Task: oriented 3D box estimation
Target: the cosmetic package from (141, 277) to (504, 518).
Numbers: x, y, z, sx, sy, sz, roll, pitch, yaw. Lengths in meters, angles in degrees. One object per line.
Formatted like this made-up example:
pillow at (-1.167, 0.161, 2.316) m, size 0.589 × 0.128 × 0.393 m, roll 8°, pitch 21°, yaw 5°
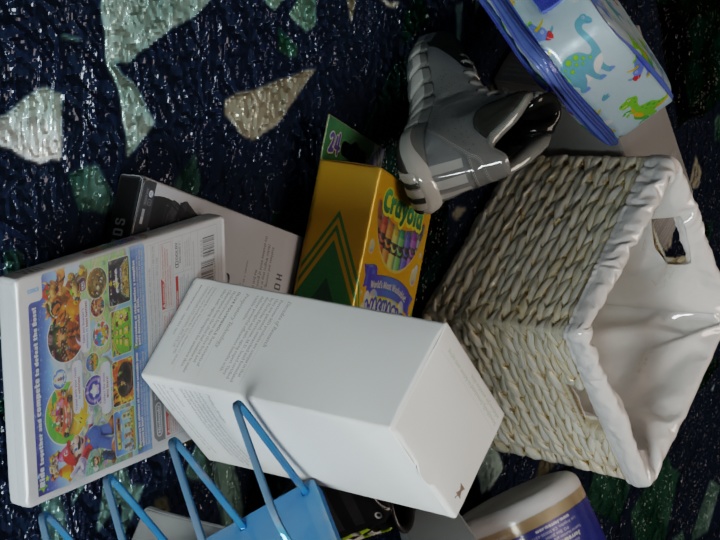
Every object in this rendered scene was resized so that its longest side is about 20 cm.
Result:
cosmetic package at (-0.024, 0.079, 1.458) m, size 0.085 × 0.199 × 0.108 m, roll -62°, pitch 142°, yaw -26°

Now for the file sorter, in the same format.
file sorter at (-0.115, 0.193, 1.392) m, size 0.199 × 0.139 × 0.123 m, roll -29°, pitch 131°, yaw 4°

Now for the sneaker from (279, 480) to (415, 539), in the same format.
sneaker at (-0.006, 0.168, 1.635) m, size 0.072 × 0.083 × 0.201 m, roll -14°, pitch 139°, yaw -57°

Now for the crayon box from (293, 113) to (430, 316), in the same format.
crayon box at (0.000, 0.000, 1.672) m, size 0.126 × 0.051 × 0.201 m, roll 24°, pitch 75°, yaw -68°

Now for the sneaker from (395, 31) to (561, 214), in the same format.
sneaker at (0.094, -0.118, 1.704) m, size 0.201 × 0.115 × 0.075 m, roll -82°, pitch 152°, yaw -51°

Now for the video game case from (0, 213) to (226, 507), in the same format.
video game case at (-0.151, 0.053, 1.460) m, size 0.200 × 0.018 × 0.144 m, roll -20°, pitch 114°, yaw -53°

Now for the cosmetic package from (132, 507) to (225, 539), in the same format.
cosmetic package at (-0.065, 0.232, 1.498) m, size 0.090 × 0.199 × 0.107 m, roll 45°, pitch 62°, yaw -48°

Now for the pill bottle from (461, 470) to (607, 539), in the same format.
pill bottle at (0.164, 0.275, 1.888) m, size 0.116 × 0.115 × 0.201 m, roll -26°, pitch 92°, yaw -52°

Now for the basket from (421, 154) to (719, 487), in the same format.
basket at (0.180, 0.032, 1.878) m, size 0.201 × 0.160 × 0.199 m, roll -58°, pitch 140°, yaw -30°

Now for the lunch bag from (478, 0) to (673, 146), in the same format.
lunch bag at (0.145, -0.201, 1.755) m, size 0.082 × 0.201 × 0.161 m, roll -36°, pitch 147°, yaw 10°

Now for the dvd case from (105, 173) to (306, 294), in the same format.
dvd case at (-0.110, 0.030, 1.555) m, size 0.200 × 0.025 × 0.151 m, roll 21°, pitch 79°, yaw -58°

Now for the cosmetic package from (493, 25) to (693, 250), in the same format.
cosmetic package at (0.196, -0.111, 1.926) m, size 0.090 × 0.106 × 0.200 m, roll -60°, pitch 140°, yaw -29°

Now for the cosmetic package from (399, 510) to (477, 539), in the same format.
cosmetic package at (0.096, 0.292, 1.790) m, size 0.051 × 0.200 × 0.152 m, roll -23°, pitch 122°, yaw -9°
